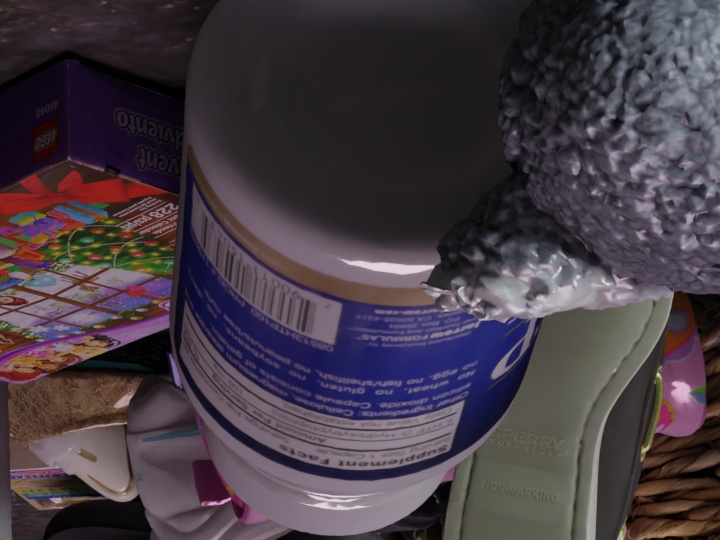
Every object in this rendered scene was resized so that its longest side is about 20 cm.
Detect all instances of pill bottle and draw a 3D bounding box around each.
[{"bbox_3d":[0.000,0.000,0.753,0.120,0.120,0.200,0,149,-7],"label":"pill bottle"}]

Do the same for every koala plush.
[{"bbox_3d":[0.119,-0.040,0.613,0.200,0.184,0.177,1,127,-25],"label":"koala plush"}]

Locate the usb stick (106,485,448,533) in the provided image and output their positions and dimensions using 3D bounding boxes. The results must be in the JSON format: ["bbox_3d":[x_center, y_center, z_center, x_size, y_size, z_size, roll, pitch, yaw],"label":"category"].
[{"bbox_3d":[-0.053,0.115,1.129,0.200,0.033,0.055,-10,175,33],"label":"usb stick"}]

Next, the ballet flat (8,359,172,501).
[{"bbox_3d":[-0.085,0.070,1.061,0.200,0.065,0.071,-3,166,5],"label":"ballet flat"}]

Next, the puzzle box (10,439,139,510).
[{"bbox_3d":[-0.069,0.090,1.158,0.200,0.025,0.133,-3,166,2],"label":"puzzle box"}]

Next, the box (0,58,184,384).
[{"bbox_3d":[-0.116,-0.011,0.876,0.200,0.039,0.137,-21,154,41],"label":"box"}]

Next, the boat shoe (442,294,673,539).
[{"bbox_3d":[0.073,0.037,0.860,0.072,0.201,0.061,16,-166,16],"label":"boat shoe"}]

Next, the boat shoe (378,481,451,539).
[{"bbox_3d":[0.054,0.123,1.127,0.200,0.072,0.060,-27,178,-12],"label":"boat shoe"}]

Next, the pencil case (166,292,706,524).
[{"bbox_3d":[0.032,0.041,0.927,0.200,0.087,0.087,-12,162,-11],"label":"pencil case"}]

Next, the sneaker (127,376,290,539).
[{"bbox_3d":[-0.001,0.053,0.997,0.200,0.080,0.070,-19,-176,-11],"label":"sneaker"}]

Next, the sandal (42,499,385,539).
[{"bbox_3d":[-0.075,0.137,1.082,0.200,0.043,0.076,-7,144,41],"label":"sandal"}]

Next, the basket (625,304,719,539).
[{"bbox_3d":[0.193,0.116,1.043,0.143,0.149,0.200,-38,149,14],"label":"basket"}]

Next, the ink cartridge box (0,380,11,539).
[{"bbox_3d":[-0.210,0.127,1.015,0.085,0.200,0.145,6,159,-32],"label":"ink cartridge box"}]
